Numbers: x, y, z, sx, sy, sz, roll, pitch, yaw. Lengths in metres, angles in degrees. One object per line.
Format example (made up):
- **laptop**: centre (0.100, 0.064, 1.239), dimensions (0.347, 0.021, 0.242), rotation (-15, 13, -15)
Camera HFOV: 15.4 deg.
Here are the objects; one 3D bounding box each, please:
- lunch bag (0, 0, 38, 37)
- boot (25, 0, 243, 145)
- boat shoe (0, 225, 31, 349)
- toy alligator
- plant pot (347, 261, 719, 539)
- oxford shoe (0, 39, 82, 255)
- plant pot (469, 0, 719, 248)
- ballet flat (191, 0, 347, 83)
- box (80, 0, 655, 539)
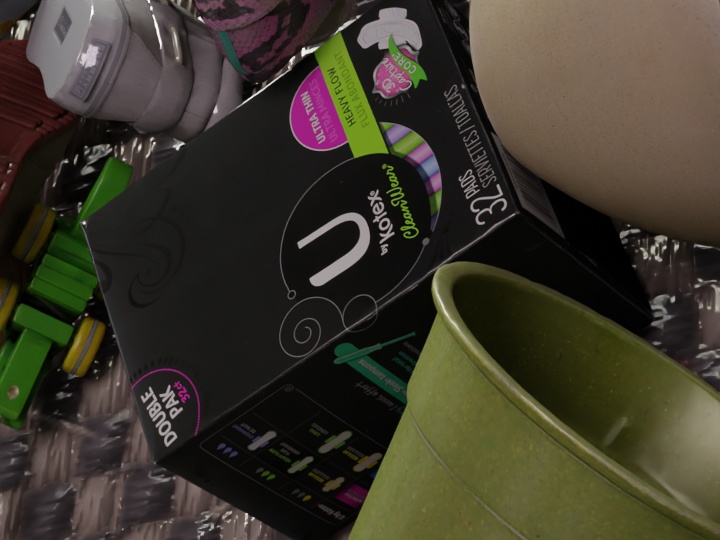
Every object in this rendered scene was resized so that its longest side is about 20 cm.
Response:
- **lunch bag**: centre (-0.272, -0.186, 1.429), dimensions (0.170, 0.200, 0.127), rotation (-43, 49, 10)
- **boot**: centre (-0.112, -0.111, 1.357), dimensions (0.074, 0.095, 0.200), rotation (-61, 19, 17)
- **boat shoe**: centre (-0.221, -0.019, 1.404), dimensions (0.069, 0.071, 0.201), rotation (-36, 53, 49)
- **toy alligator**: centre (-0.165, 0.036, 1.340), dimensions (0.201, 0.059, 0.054), rotation (-66, 9, -10)
- **plant pot**: centre (0.064, 0.130, 1.053), dimensions (0.190, 0.200, 0.200), rotation (-57, 47, 15)
- **oxford shoe**: centre (-0.193, -0.054, 1.360), dimensions (0.070, 0.200, 0.075), rotation (23, 124, 5)
- **plant pot**: centre (0.124, -0.098, 1.092), dimensions (0.134, 0.200, 0.201), rotation (-10, 62, 31)
- **ballet flat**: centre (-0.013, -0.153, 1.217), dimensions (0.069, 0.071, 0.200), rotation (11, 42, 28)
- **box**: centre (0.000, 0.000, 1.187), dimensions (0.200, 0.124, 0.149), rotation (-35, 50, 18)
